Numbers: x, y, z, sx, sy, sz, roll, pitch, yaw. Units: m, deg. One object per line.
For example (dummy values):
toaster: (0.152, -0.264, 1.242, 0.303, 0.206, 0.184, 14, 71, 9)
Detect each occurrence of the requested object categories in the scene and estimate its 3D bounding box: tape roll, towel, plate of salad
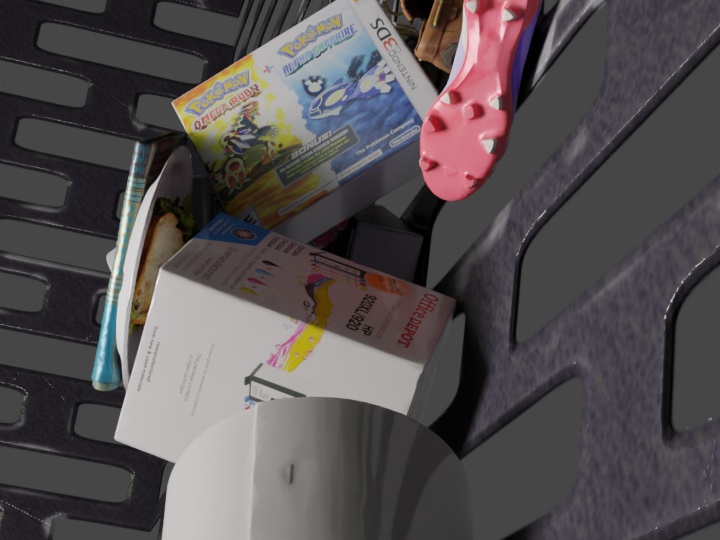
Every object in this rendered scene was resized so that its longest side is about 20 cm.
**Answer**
tape roll: (-0.026, 0.196, 0.969, 0.139, 0.203, 0.203, -90, 16, -50)
towel: (-0.177, -0.011, 1.260, 0.147, 0.022, 0.200, -63, -15, -80)
plate of salad: (-0.148, 0.002, 1.213, 0.200, 0.048, 0.200, 11, -90, -87)

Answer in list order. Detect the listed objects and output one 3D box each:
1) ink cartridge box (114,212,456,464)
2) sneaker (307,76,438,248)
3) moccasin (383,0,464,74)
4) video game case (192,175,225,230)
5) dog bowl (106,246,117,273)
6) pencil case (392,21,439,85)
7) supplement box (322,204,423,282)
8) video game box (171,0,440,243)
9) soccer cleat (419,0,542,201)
ink cartridge box: (-0.050, 0.072, 1.143, 0.147, 0.200, 0.145, -55, -16, -68)
sneaker: (-0.013, -0.100, 1.360, 0.200, 0.074, 0.087, -50, 21, -13)
moccasin: (0.064, -0.229, 1.281, 0.201, 0.078, 0.074, -89, 16, -45)
video game case: (-0.099, 0.022, 1.387, 0.182, 0.024, 0.200, 3, -92, -61)
dog bowl: (-0.161, 0.043, 1.536, 0.079, 0.200, 0.200, -35, 14, -1)
pencil case: (0.019, -0.190, 1.471, 0.200, 0.078, 0.089, -153, 61, -79)
supplement box: (0.000, 0.000, 1.408, 0.200, 0.061, 0.109, -132, 53, -76)
video game box: (-0.037, -0.123, 1.281, 0.182, 0.200, 0.047, 61, -176, 39)
soccer cleat: (0.094, -0.145, 1.125, 0.076, 0.067, 0.200, -37, -36, -56)
